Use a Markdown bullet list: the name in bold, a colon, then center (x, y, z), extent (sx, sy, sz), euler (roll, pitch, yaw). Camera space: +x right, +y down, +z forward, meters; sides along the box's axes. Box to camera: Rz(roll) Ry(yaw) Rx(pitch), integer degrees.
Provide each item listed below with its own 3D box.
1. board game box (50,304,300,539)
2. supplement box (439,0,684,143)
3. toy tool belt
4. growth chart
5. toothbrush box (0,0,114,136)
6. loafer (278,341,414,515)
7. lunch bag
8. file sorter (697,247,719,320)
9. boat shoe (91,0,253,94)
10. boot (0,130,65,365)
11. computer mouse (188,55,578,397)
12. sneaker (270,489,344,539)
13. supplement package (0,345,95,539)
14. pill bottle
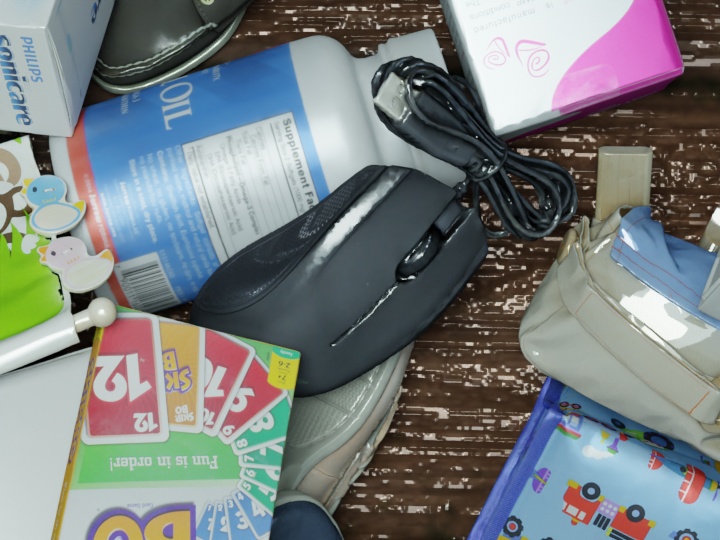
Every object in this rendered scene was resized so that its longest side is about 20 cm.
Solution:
- **board game box**: center (-0.090, 0.120, 0.924), extent (0.095, 0.030, 0.200), euler (15, 69, -13)
- **supplement box**: center (0.082, -0.173, 1.040), extent (0.101, 0.103, 0.200), euler (-18, 88, 1)
- **toy tool belt**: center (0.187, 0.028, 1.026), extent (0.200, 0.125, 0.123), euler (26, 99, 2)
- **growth chart**: center (-0.203, -0.012, 0.978), extent (0.145, 0.018, 0.200), euler (-29, 49, -8)
- **toothbrush box**: center (-0.227, -0.155, 1.022), extent (0.200, 0.085, 0.147), euler (7, 56, 7)
- **loafer**: center (-0.033, 0.099, 1.072), extent (0.072, 0.063, 0.200), euler (33, 88, 35)
- **lunch bag**: center (0.122, 0.177, 1.056), extent (0.150, 0.094, 0.200), euler (26, 103, 1)
- **file sorter**: center (0.269, -0.059, 0.971), extent (0.124, 0.139, 0.200), euler (29, 55, -1)
- **boat shoe**: center (-0.071, -0.172, 1.066), extent (0.201, 0.061, 0.072), euler (-43, 88, 2)
- **boot**: center (-0.261, -0.013, 1.073), extent (0.203, 0.073, 0.154), euler (-9, 84, 5)
- **computer mouse**: center (0.000, 0.000, 0.987), extent (0.200, 0.053, 0.138), euler (-40, 128, 19)
- **sneaker**: center (-0.015, 0.208, 1.023), extent (0.075, 0.085, 0.200), euler (-19, 112, -24)
- **supplement package**: center (-0.140, 0.154, 0.976), extent (0.120, 0.121, 0.200), euler (-16, 77, -20)
- **pill bottle**: center (-0.047, -0.054, 1.040), extent (0.200, 0.112, 0.112), euler (-17, 89, 1)
